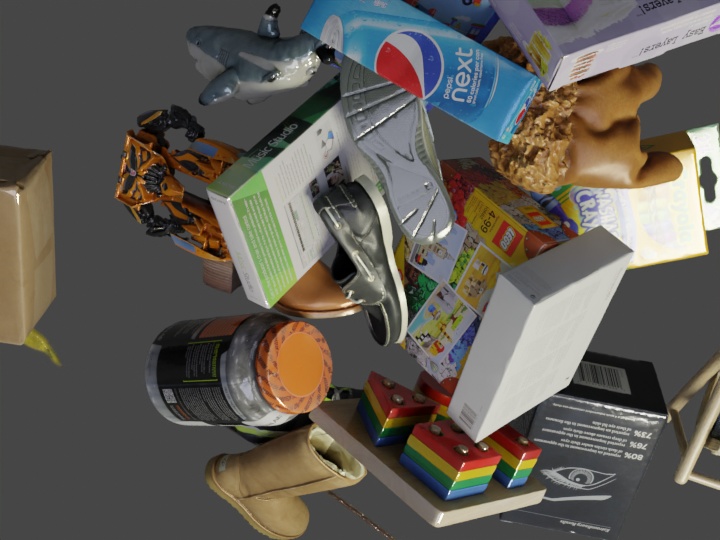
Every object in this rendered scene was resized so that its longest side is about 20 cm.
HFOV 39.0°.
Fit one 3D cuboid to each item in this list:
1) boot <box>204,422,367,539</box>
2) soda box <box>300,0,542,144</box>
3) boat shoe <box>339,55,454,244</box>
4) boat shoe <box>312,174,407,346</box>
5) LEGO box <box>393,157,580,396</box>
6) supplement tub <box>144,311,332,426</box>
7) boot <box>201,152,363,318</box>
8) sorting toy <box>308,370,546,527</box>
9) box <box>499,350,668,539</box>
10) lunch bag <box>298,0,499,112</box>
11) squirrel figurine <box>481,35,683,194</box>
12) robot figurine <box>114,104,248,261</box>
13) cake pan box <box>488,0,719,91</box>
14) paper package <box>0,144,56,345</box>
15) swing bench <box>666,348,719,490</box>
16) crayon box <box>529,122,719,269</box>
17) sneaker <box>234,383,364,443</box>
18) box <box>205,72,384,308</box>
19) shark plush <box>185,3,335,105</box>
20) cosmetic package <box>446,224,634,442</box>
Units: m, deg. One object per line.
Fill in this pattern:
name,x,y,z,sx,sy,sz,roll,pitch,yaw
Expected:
boot,-0.070,0.260,1.222,0.200,0.066,0.175,-23,131,39
soda box,0.053,-0.185,0.872,0.200,0.068,0.064,31,103,11
boat shoe,0.036,-0.124,0.978,0.074,0.065,0.202,-24,101,8
boat shoe,0.000,0.000,1.025,0.067,0.072,0.200,-28,129,-17
LEGO box,0.113,0.006,1.060,0.149,0.077,0.200,43,123,29
supplement tub,-0.134,0.109,1.116,0.200,0.123,0.123,-7,124,43
boot,-0.077,-0.041,1.090,0.199,0.077,0.156,17,115,17
sorting toy,0.084,0.176,1.098,0.200,0.199,0.070,4,115,-49
box,0.251,0.201,1.188,0.147,0.104,0.201,12,121,-2
lunch bag,0.039,-0.245,0.968,0.150,0.094,0.200,26,128,-13
squirrel figurine,0.194,-0.175,0.936,0.199,0.141,0.187,-14,117,-29
robot figurine,-0.173,-0.085,1.046,0.200,0.058,0.145,23,111,21
cake pan box,0.198,-0.259,0.855,0.199,0.185,0.052,-20,160,-17
paper package,-0.438,-0.037,1.109,0.190,0.104,0.201,9,121,1
swing bench,0.473,0.155,1.130,0.198,0.130,0.200,19,119,-6
crayon box,0.283,-0.068,1.062,0.199,0.052,0.126,-12,118,11
sneaker,-0.067,0.157,1.208,0.199,0.072,0.083,-7,118,9
box,-0.055,-0.079,0.995,0.036,0.200,0.145,21,142,33
shark plush,-0.088,-0.213,0.970,0.200,0.091,0.084,-7,95,44
cosmetic package,0.176,0.064,1.008,0.150,0.052,0.200,-21,143,-34
